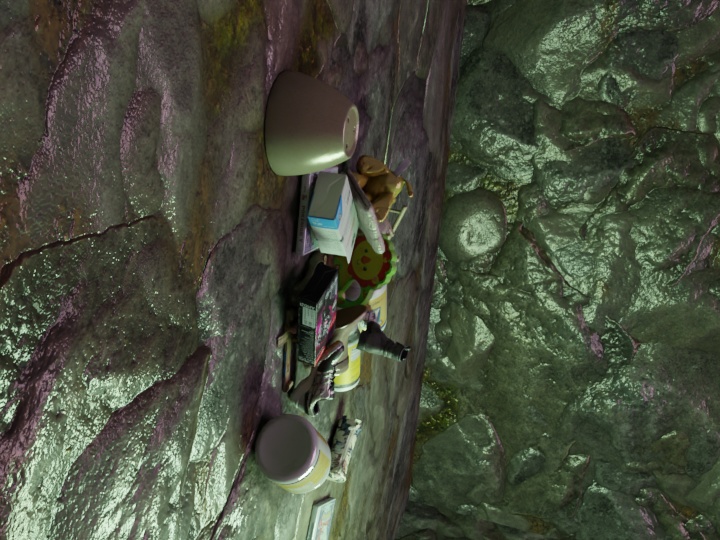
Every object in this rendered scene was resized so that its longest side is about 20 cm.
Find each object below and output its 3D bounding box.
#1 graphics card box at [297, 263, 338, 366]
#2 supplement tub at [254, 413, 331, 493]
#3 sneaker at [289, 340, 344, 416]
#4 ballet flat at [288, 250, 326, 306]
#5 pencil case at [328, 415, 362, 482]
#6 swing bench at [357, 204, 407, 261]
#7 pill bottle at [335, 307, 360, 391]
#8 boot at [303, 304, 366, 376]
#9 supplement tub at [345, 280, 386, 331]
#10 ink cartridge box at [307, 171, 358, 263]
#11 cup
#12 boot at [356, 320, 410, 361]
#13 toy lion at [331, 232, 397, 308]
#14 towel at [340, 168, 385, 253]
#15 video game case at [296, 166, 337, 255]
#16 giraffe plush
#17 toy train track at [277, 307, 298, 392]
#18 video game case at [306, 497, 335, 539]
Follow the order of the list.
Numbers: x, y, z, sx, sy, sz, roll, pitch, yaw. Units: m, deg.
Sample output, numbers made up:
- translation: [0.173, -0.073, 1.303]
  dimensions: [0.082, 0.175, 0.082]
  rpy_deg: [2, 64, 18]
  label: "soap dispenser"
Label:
- translation: [-0.096, 0.102, 1.536]
  dimensions: [0.126, 0.050, 0.203]
  rpy_deg: [-58, 159, -46]
  label: "graphics card box"
- translation: [-0.144, 0.414, 1.528]
  dimensions: [0.201, 0.142, 0.148]
  rpy_deg: [71, 32, -62]
  label: "supplement tub"
- translation: [-0.083, 0.259, 1.630]
  dimensions: [0.202, 0.087, 0.075]
  rpy_deg: [-56, 167, 18]
  label: "sneaker"
- translation: [-0.113, 0.020, 1.595]
  dimensions: [0.201, 0.045, 0.069]
  rpy_deg: [-59, 153, -55]
  label: "ballet flat"
- translation: [-0.056, 0.548, 2.087]
  dimensions: [0.090, 0.077, 0.202]
  rpy_deg: [122, -9, -51]
  label: "pencil case"
- translation: [0.043, -0.075, 2.003]
  dimensions: [0.200, 0.127, 0.203]
  rpy_deg: [-60, 161, -55]
  label: "swing bench"
- translation: [-0.055, 0.206, 1.808]
  dimensions: [0.115, 0.112, 0.204]
  rpy_deg: [-56, 152, -58]
  label: "pill bottle"
- translation: [-0.056, 0.187, 1.706]
  dimensions: [0.070, 0.197, 0.148]
  rpy_deg: [-125, -167, -59]
  label: "boot"
- translation: [0.002, 0.073, 1.888]
  dimensions: [0.146, 0.142, 0.203]
  rpy_deg: [-63, 158, -49]
  label: "supplement tub"
- translation: [-0.058, -0.113, 1.533]
  dimensions: [0.201, 0.066, 0.118]
  rpy_deg: [73, 28, -61]
  label: "ink cartridge box"
- translation: [-0.083, -0.277, 1.332]
  dimensions: [0.200, 0.140, 0.205]
  rpy_deg: [10, 90, -76]
  label: "cup"
- translation: [0.066, 0.192, 1.766]
  dimensions: [0.200, 0.129, 0.071]
  rpy_deg: [-38, 144, -77]
  label: "boot"
- translation: [0.000, 0.000, 1.720]
  dimensions: [0.068, 0.188, 0.205]
  rpy_deg: [10, 90, -60]
  label: "toy lion"
- translation: [0.003, -0.142, 1.620]
  dimensions: [0.201, 0.034, 0.134]
  rpy_deg: [-118, -173, -51]
  label: "towel"
- translation: [-0.097, -0.142, 1.571]
  dimensions: [0.200, 0.022, 0.186]
  rpy_deg: [-35, 132, -71]
  label: "video game case"
- translation: [0.036, -0.216, 1.831]
  dimensions: [0.175, 0.198, 0.162]
  rpy_deg: [60, -14, -1]
  label: "giraffe plush"
- translation: [-0.155, 0.185, 1.560]
  dimensions: [0.115, 0.032, 0.204]
  rpy_deg: [-46, 144, -66]
  label: "toy train track"
- translation: [-0.126, 0.799, 2.089]
  dimensions: [0.200, 0.022, 0.186]
  rpy_deg: [41, 59, -74]
  label: "video game case"
